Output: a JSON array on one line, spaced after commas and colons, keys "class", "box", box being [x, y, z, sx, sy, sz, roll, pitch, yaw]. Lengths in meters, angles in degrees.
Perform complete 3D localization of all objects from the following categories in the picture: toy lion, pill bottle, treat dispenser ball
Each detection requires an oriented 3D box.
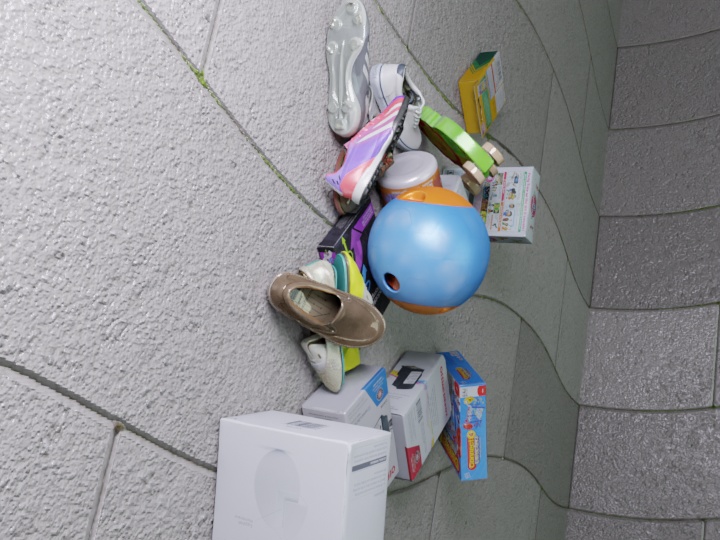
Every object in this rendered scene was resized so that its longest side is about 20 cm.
[{"class": "toy lion", "box": [0.173, -0.236, 1.354, 0.069, 0.192, 0.200, -44, 175, 3]}, {"class": "pill bottle", "box": [0.103, -0.102, 1.311, 0.113, 0.110, 0.203, -56, 138, -43]}, {"class": "treat dispenser ball", "box": [0.109, -0.031, 1.168, 0.200, 0.197, 0.206, -11, 103, -60]}]

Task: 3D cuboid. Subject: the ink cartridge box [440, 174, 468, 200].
[{"class": "ink cartridge box", "box": [0.165, -0.099, 1.430, 0.051, 0.107, 0.201, -66, 146, -32]}]

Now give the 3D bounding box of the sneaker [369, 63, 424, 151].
[{"class": "sneaker", "box": [0.080, -0.283, 1.291, 0.200, 0.069, 0.074, 52, 49, -52]}]

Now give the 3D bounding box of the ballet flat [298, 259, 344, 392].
[{"class": "ballet flat", "box": [-0.066, 0.086, 1.090, 0.061, 0.067, 0.205, -9, 99, -32]}]

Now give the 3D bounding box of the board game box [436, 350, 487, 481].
[{"class": "board game box", "box": [0.204, 0.292, 1.494, 0.200, 0.055, 0.200, -125, -148, -76]}]

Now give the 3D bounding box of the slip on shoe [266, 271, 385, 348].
[{"class": "slip on shoe", "box": [-0.039, 0.059, 1.031, 0.198, 0.060, 0.077, 30, 80, -29]}]

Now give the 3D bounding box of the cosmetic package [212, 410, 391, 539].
[{"class": "cosmetic package", "box": [-0.076, 0.299, 0.930, 0.122, 0.196, 0.205, 10, 85, -61]}]

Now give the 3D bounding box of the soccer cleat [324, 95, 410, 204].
[{"class": "soccer cleat", "box": [0.015, -0.199, 1.126, 0.068, 0.072, 0.203, 102, 14, -70]}]

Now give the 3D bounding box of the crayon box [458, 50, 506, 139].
[{"class": "crayon box", "box": [0.276, -0.403, 1.665, 0.201, 0.051, 0.128, -55, 139, -45]}]

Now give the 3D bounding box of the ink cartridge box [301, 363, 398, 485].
[{"class": "ink cartridge box", "box": [-0.012, 0.273, 1.168, 0.146, 0.084, 0.204, -39, 125, -54]}]

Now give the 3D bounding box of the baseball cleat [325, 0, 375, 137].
[{"class": "baseball cleat", "box": [-0.013, -0.312, 1.136, 0.106, 0.068, 0.205, -18, 119, -66]}]

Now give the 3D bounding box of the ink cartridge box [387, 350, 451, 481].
[{"class": "ink cartridge box", "box": [0.093, 0.267, 1.364, 0.200, 0.081, 0.149, -44, 130, -52]}]

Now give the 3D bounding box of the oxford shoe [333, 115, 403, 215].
[{"class": "oxford shoe", "box": [0.013, -0.175, 1.174, 0.071, 0.073, 0.203, 58, 45, -50]}]

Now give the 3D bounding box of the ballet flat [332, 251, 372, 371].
[{"class": "ballet flat", "box": [-0.015, 0.065, 1.130, 0.066, 0.067, 0.204, -4, 112, -26]}]

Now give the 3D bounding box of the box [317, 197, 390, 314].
[{"class": "box", "box": [0.000, 0.000, 1.212, 0.144, 0.035, 0.203, -57, 141, -43]}]

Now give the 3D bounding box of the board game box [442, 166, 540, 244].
[{"class": "board game box", "box": [0.264, -0.136, 1.516, 0.064, 0.196, 0.151, 27, 70, -59]}]
